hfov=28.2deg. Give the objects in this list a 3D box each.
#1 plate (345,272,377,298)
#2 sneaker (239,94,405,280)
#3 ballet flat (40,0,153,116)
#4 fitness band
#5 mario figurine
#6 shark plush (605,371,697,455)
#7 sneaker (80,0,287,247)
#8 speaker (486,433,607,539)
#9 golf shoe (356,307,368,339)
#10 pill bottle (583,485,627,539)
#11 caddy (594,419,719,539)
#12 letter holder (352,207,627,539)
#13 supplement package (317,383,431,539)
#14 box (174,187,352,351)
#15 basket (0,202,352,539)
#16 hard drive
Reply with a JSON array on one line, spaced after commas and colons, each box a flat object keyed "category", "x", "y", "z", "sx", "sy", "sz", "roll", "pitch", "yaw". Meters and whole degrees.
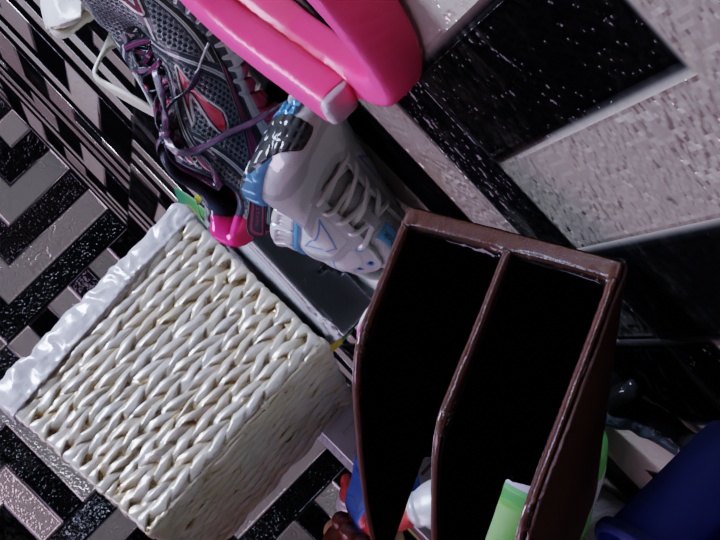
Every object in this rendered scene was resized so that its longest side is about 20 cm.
[{"category": "plate", "x": 0.000, "y": 0.000, "z": 1.031, "sx": 0.200, "sy": 0.032, "sz": 0.200, "roll": 41, "pitch": 170, "yaw": 32}, {"category": "sneaker", "x": -0.009, "y": -0.042, "z": 0.811, "sx": 0.086, "sy": 0.075, "sz": 0.200, "roll": 33, "pitch": 173, "yaw": 12}, {"category": "ballet flat", "x": -0.160, "y": -0.161, "z": 0.924, "sx": 0.200, "sy": 0.068, "sz": 0.068, "roll": 46, "pitch": 170, "yaw": -3}, {"category": "fitness band", "x": -0.053, "y": -0.140, "z": 0.640, "sx": 0.200, "sy": 0.037, "sz": 0.144, "roll": 39, "pitch": 168, "yaw": 32}, {"category": "mario figurine", "x": 0.027, "y": 0.174, "z": 1.085, "sx": 0.105, "sy": 0.202, "sz": 0.123, "roll": 19, "pitch": -163, "yaw": 10}, {"category": "shark plush", "x": 0.100, "y": 0.038, "z": 0.765, "sx": 0.199, "sy": 0.092, "sz": 0.083, "roll": 15, "pitch": 176, "yaw": 31}, {"category": "sneaker", "x": -0.103, "y": -0.103, "z": 0.860, "sx": 0.080, "sy": 0.075, "sz": 0.200, "roll": 1, "pitch": 135, "yaw": 55}, {"category": "speaker", "x": 0.089, "y": 0.173, "z": 0.900, "sx": 0.088, "sy": 0.088, "sz": 0.201, "roll": 39, "pitch": 129, "yaw": 32}, {"category": "golf shoe", "x": 0.050, "y": 0.065, "z": 0.916, "sx": 0.200, "sy": 0.075, "sz": 0.092, "roll": 42, "pitch": -174, "yaw": -45}, {"category": "pill bottle", "x": 0.154, "y": 0.205, "z": 0.983, "sx": 0.110, "sy": 0.110, "sz": 0.200, "roll": 51, "pitch": 169, "yaw": -34}, {"category": "caddy", "x": 0.187, "y": 0.167, "z": 0.671, "sx": 0.141, "sy": 0.105, "sz": 0.200, "roll": 34, "pitch": 165, "yaw": 47}, {"category": "letter holder", "x": 0.049, "y": 0.097, "z": 0.655, "sx": 0.100, "sy": 0.143, "sz": 0.201, "roll": 15, "pitch": 146, "yaw": 15}, {"category": "supplement package", "x": 0.067, "y": 0.166, "z": 1.208, "sx": 0.200, "sy": 0.110, "sz": 0.114, "roll": 44, "pitch": 171, "yaw": 7}, {"category": "box", "x": -0.097, "y": -0.008, "z": 1.393, "sx": 0.117, "sy": 0.048, "sz": 0.200, "roll": 36, "pitch": 169, "yaw": 48}, {"category": "basket", "x": -0.131, "y": 0.094, "z": 1.076, "sx": 0.161, "sy": 0.200, "sz": 0.198, "roll": 41, "pitch": 171, "yaw": 17}, {"category": "hard drive", "x": -0.058, "y": -0.005, "z": 1.059, "sx": 0.140, "sy": 0.038, "sz": 0.200, "roll": 47, "pitch": 172, "yaw": -1}]
